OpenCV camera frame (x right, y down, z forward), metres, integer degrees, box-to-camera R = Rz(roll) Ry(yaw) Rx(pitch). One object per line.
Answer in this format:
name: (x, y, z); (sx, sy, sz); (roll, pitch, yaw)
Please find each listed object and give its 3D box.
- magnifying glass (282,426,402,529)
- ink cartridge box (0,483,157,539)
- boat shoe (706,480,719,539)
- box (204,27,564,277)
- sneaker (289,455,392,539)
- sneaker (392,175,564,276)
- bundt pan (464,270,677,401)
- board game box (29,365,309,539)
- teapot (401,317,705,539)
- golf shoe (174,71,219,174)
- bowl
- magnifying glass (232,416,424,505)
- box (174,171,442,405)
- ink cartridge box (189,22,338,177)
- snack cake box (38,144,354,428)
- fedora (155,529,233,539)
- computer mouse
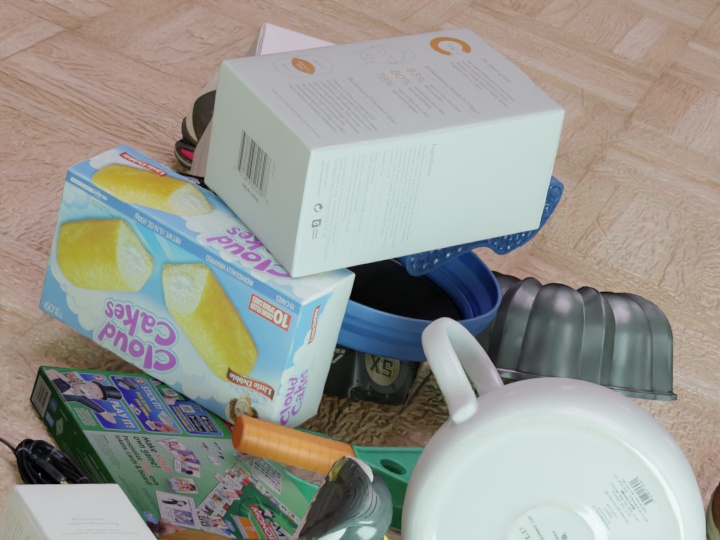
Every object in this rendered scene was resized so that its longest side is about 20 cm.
magnifying glass: (0.019, 0.155, 1.531); (0.199, 0.022, 0.080); (26, 22, 12)
ink cartridge box: (-0.124, 0.208, 1.143); (0.067, 0.117, 0.200); (4, 27, -34)
boat shoe: (0.300, 0.190, 1.622); (0.075, 0.074, 0.200); (15, 22, -13)
box: (0.015, -0.083, 1.534); (0.199, 0.098, 0.124); (-11, 38, -30)
sneaker: (-0.001, 0.167, 1.287); (0.084, 0.200, 0.075); (30, 64, 1)
sneaker: (0.069, -0.052, 1.663); (0.078, 0.070, 0.200); (41, 30, 24)
bundt pan: (0.146, 0.045, 1.733); (0.201, 0.076, 0.202); (10, 1, 0)
board game box: (-0.115, 0.126, 1.468); (0.134, 0.029, 0.200); (8, 24, -32)
teapot: (0.118, 0.147, 1.420); (0.196, 0.201, 0.146); (11, 13, 5)
golf shoe: (-0.059, -0.098, 1.981); (0.199, 0.088, 0.077); (21, 19, -2)
bowl: (0.000, 0.000, 1.627); (0.200, 0.039, 0.201); (18, 23, -8)
magnifying glass: (0.012, 0.130, 1.497); (0.199, 0.022, 0.080); (15, 21, -19)
box: (-0.064, 0.011, 1.710); (0.199, 0.086, 0.164); (10, 24, -25)
ink cartridge box: (-0.044, -0.093, 1.815); (0.144, 0.200, 0.085); (15, 59, -13)
snack cake box: (-0.112, 0.014, 1.540); (0.200, 0.115, 0.067); (29, 30, 22)
fedora: (-0.038, 0.213, 1.202); (0.200, 0.082, 0.201); (28, -18, 10)
computer mouse: (-0.238, 0.089, 1.442); (0.200, 0.034, 0.059); (31, 23, 25)
